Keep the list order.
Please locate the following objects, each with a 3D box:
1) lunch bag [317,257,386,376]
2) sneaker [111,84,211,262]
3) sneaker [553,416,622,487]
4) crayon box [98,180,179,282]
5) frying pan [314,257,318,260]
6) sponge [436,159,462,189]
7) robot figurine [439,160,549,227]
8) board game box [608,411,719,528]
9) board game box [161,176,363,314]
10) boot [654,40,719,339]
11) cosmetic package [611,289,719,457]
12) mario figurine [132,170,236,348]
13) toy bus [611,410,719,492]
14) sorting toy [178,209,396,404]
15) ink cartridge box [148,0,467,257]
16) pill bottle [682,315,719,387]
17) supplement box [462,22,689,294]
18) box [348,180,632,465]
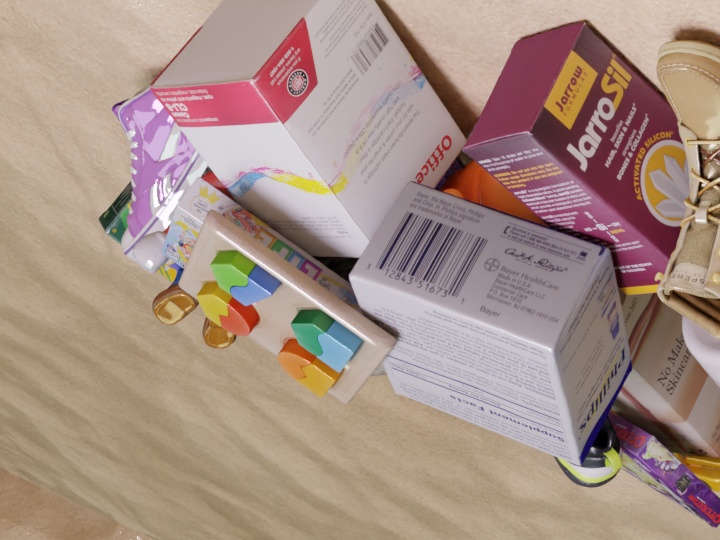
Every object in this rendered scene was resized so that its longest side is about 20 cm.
[{"bbox_3d":[0.000,0.000,1.746,0.167,0.140,0.200,7,142,17],"label":"lunch bag"},{"bbox_3d":[-0.207,-0.110,1.844,0.114,0.073,0.201,34,115,-2],"label":"sneaker"},{"bbox_3d":[0.178,0.107,1.714,0.200,0.072,0.083,49,162,24],"label":"sneaker"},{"bbox_3d":[-0.155,-0.037,1.949,0.200,0.126,0.052,38,-177,-24],"label":"crayon box"},{"bbox_3d":[-0.086,-0.097,1.658,0.114,0.191,0.031,8,155,-9],"label":"frying pan"},{"bbox_3d":[0.055,-0.078,1.739,0.111,0.030,0.200,10,152,37],"label":"sponge"},{"bbox_3d":[0.135,-0.051,1.588,0.144,0.117,0.200,36,157,-10],"label":"robot figurine"},{"bbox_3d":[0.262,0.174,1.794,0.120,0.032,0.200,46,174,-21],"label":"board game box"},{"bbox_3d":[-0.077,0.010,1.623,0.200,0.034,0.134,35,159,0],"label":"board game box"},{"bbox_3d":[0.256,-0.056,1.370,0.073,0.156,0.200,7,150,44],"label":"boot"},{"bbox_3d":[0.267,0.077,1.726,0.087,0.104,0.200,1,147,50],"label":"cosmetic package"},{"bbox_3d":[-0.139,-0.010,1.771,0.105,0.201,0.124,-13,128,23],"label":"mario figurine"},{"bbox_3d":[0.293,0.164,1.939,0.199,0.065,0.078,15,153,33],"label":"toy bus"},{"bbox_3d":[-0.069,0.040,1.576,0.185,0.037,0.200,35,160,1],"label":"sorting toy"},{"bbox_3d":[-0.040,-0.127,1.552,0.144,0.146,0.200,2,137,48],"label":"ink cartridge box"},{"bbox_3d":[0.368,0.085,1.602,0.114,0.115,0.200,5,149,46],"label":"pill bottle"},{"bbox_3d":[0.190,-0.083,1.451,0.200,0.111,0.085,39,156,-25],"label":"supplement box"},{"bbox_3d":[0.111,0.044,1.525,0.183,0.105,0.200,20,155,24],"label":"box"}]
